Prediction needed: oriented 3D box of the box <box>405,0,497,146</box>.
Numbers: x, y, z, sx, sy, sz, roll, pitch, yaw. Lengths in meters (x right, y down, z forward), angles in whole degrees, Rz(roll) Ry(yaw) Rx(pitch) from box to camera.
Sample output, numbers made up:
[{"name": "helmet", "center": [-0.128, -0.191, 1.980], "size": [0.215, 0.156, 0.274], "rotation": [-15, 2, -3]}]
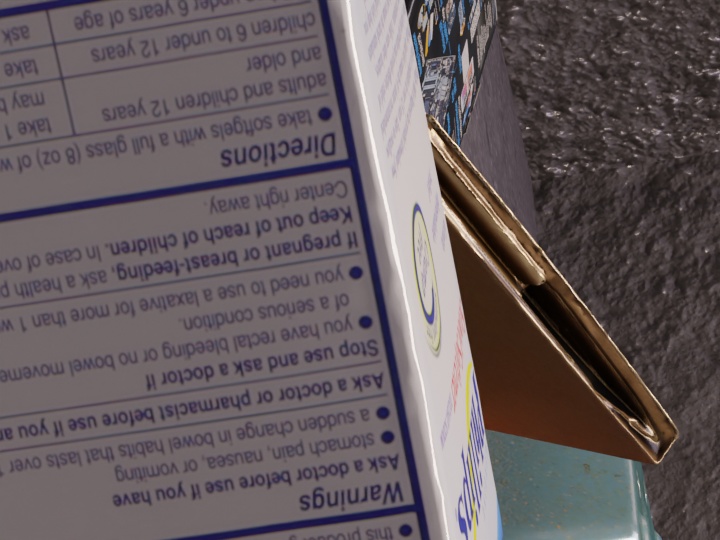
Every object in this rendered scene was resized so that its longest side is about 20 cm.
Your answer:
[{"name": "box", "center": [0.011, -0.077, 1.052], "size": [0.200, 0.046, 0.160], "rotation": [76, 29, -69]}]

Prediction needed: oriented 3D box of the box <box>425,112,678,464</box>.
[{"name": "box", "center": [0.000, 0.000, 0.941], "size": [0.164, 0.199, 0.021], "rotation": [48, 66, -32]}]

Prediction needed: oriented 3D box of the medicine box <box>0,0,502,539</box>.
[{"name": "medicine box", "center": [-0.073, 0.006, 0.603], "size": [0.103, 0.181, 0.201], "rotation": [-75, 156, -70]}]

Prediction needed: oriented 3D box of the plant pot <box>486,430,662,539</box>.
[{"name": "plant pot", "center": [0.035, 0.137, 1.185], "size": [0.197, 0.199, 0.197], "rotation": [-87, 167, -54]}]
